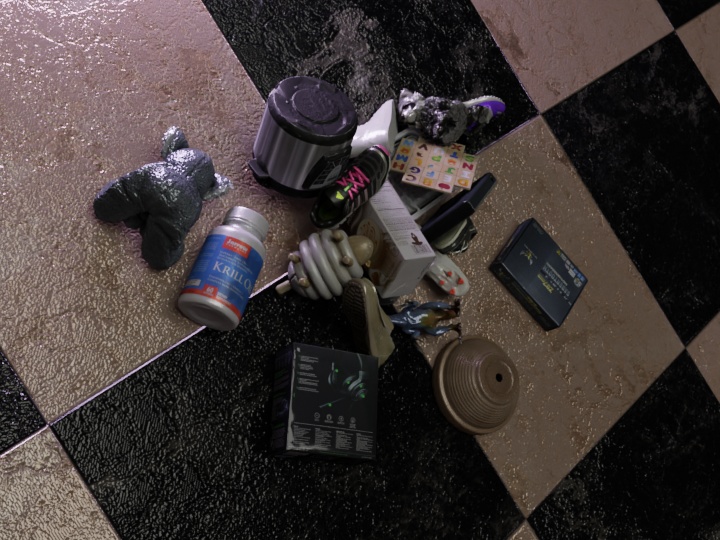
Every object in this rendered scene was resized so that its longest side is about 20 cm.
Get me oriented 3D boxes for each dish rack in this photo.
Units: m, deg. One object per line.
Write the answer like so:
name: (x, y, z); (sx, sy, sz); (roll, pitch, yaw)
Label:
dish rack: (0.096, -0.193, 1.732); (0.200, 0.044, 0.172); (-36, 81, -33)

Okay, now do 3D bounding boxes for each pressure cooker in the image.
pressure cooker: (-0.108, -0.234, 1.556); (0.174, 0.201, 0.180); (17, 46, -12)

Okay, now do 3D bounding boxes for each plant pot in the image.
plant pot: (0.249, 0.220, 1.665); (0.199, 0.093, 0.203); (10, 68, -26)

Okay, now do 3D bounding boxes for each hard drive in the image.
hard drive: (0.192, -0.123, 1.675); (0.033, 0.139, 0.200); (52, 30, -5)

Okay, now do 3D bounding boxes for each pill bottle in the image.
pill bottle: (-0.231, -0.007, 1.456); (0.112, 0.112, 0.201); (28, 62, -19)

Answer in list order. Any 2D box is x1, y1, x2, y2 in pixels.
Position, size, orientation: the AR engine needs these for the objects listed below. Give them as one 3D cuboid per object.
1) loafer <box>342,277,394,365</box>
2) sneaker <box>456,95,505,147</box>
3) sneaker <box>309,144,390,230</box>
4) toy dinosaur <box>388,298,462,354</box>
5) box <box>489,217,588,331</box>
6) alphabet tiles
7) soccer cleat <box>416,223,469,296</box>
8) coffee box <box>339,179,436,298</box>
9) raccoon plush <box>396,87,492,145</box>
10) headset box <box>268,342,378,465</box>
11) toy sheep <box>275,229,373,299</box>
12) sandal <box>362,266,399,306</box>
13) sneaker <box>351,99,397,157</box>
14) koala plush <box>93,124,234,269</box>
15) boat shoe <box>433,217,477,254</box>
loafer: (0.019, 0.090, 1.536); (0.068, 0.075, 0.201); (-32, 132, -29)
sneaker: (0.241, -0.324, 1.860); (0.199, 0.070, 0.100); (-13, 83, -25)
sneaker: (-0.023, -0.144, 1.517); (0.074, 0.200, 0.087); (47, 23, 5)
toy dinosaur: (0.109, 0.110, 1.649); (0.180, 0.200, 0.106); (-2, 87, 6)
box: (0.395, 0.008, 1.843); (0.200, 0.051, 0.158); (47, 59, -9)
alphabet tiles: (0.150, -0.217, 1.686); (0.165, 0.006, 0.201); (16, 38, 6)
soccer cleat: (0.143, -0.022, 1.709); (0.069, 0.078, 0.200); (-45, 83, 10)
coffee box: (0.046, -0.063, 1.589); (0.079, 0.115, 0.201); (-7, 53, -35)
raccoon plush: (0.167, -0.328, 1.774); (0.199, 0.134, 0.098); (-3, 118, -47)
headset box: (-0.064, 0.232, 1.482); (0.173, 0.093, 0.202); (11, 68, -26)
toy sheep: (-0.068, -0.009, 1.532); (0.198, 0.138, 0.139); (-22, 83, 6)
sandal: (-0.001, 0.000, 1.622); (0.200, 0.048, 0.076); (36, 59, -14)
sneaker: (0.015, -0.291, 1.713); (0.200, 0.114, 0.074); (-73, 153, -59)
koala plush: (-0.315, -0.141, 1.432); (0.177, 0.183, 0.200); (45, 46, -10)
boat shoe: (0.200, -0.067, 1.704); (0.068, 0.071, 0.200); (60, 22, -7)
